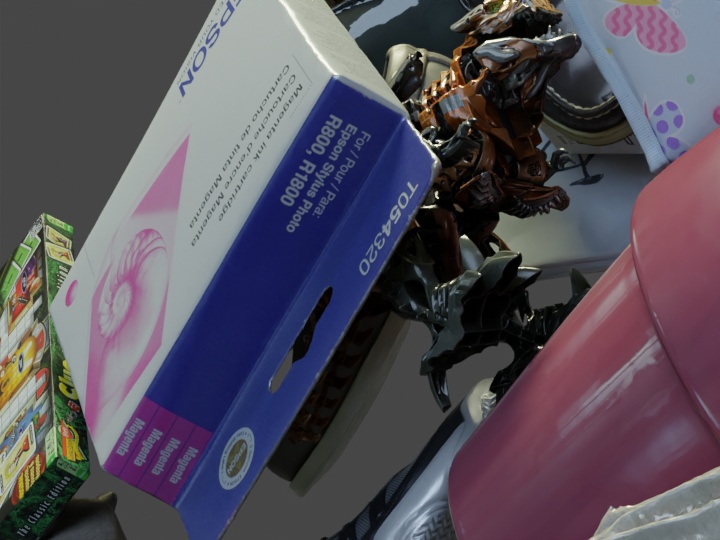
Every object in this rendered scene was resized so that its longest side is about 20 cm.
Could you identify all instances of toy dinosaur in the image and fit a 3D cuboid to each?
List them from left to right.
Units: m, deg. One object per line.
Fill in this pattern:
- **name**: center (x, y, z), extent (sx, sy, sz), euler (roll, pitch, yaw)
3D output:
- **toy dinosaur**: center (0.035, -0.012, 1.023), extent (0.136, 0.102, 0.200), euler (47, 133, 36)

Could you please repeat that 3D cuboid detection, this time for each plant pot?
- **plant pot**: center (0.138, 0.068, 0.941), extent (0.179, 0.200, 0.200), euler (-39, 45, 26)

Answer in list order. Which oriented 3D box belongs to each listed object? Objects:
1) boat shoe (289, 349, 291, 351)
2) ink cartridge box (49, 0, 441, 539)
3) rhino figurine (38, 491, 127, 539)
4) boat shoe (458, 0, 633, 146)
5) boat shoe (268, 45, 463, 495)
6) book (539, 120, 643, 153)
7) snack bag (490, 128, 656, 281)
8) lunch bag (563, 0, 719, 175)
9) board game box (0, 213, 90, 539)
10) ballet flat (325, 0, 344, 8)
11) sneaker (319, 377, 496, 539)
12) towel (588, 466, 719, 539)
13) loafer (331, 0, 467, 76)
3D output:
- **boat shoe**: center (-0.047, 0.008, 1.183), extent (0.202, 0.060, 0.072), euler (-40, 78, 5)
- **ink cartridge box**: center (-0.057, -0.012, 1.051), extent (0.197, 0.043, 0.200), euler (-59, 27, 15)
- **rhino figurine**: center (-0.128, 0.150, 1.126), extent (0.088, 0.060, 0.200), euler (-65, 23, 16)
- **boat shoe**: center (0.065, -0.140, 1.116), extent (0.073, 0.065, 0.200), euler (-38, 59, 11)
- **boat shoe**: center (0.000, 0.000, 1.104), extent (0.060, 0.072, 0.202), euler (26, 94, -1)
- **book**: center (0.183, -0.114, 1.093), extent (0.200, 0.048, 0.134), euler (3, 64, 38)
- **snack bag**: center (0.133, -0.079, 1.149), extent (0.188, 0.021, 0.200), euler (-9, 55, 30)
- **lunch bag**: center (0.170, -0.152, 1.013), extent (0.169, 0.127, 0.200), euler (-27, 54, 29)
- **board game box**: center (-0.169, 0.066, 1.194), extent (0.105, 0.023, 0.200), euler (-53, 26, 23)
- **ballet flat**: center (0.055, -0.165, 1.215), extent (0.200, 0.069, 0.070), euler (-11, 54, 34)
- **sneaker**: center (-0.008, 0.123, 1.065), extent (0.114, 0.075, 0.200), euler (20, 75, 38)
- **towel**: center (0.159, 0.151, 0.804), extent (0.132, 0.034, 0.200), euler (-27, 79, 21)
- **loafer**: center (-0.017, -0.086, 1.201), extent (0.200, 0.070, 0.068), euler (-30, 88, 24)
